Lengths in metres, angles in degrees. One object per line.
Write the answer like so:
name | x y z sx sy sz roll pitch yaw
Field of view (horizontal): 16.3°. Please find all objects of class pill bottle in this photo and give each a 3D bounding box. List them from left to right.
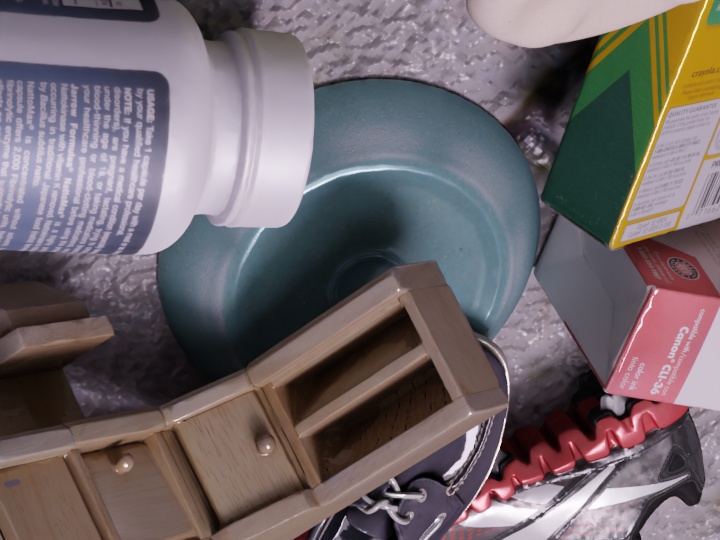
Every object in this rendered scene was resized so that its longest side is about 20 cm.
pill bottle | -0.128 -0.067 1.120 0.200 0.120 0.120 3 122 -18

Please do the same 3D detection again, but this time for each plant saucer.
plant saucer | 0.000 0.000 1.256 0.200 0.036 0.200 -8 124 -12

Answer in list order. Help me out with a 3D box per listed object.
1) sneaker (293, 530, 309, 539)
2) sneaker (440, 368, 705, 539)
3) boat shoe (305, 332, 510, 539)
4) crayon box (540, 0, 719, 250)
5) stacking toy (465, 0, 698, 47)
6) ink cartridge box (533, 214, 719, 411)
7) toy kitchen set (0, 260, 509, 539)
sneaker | -0.096 0.137 1.285 0.200 0.087 0.074 5 121 -21
sneaker | 0.096 0.124 1.336 0.200 0.071 0.098 -26 106 0
boat shoe | 0.015 0.123 1.263 0.073 0.063 0.200 31 102 -6
crayon box | 0.170 -0.116 1.190 0.126 0.052 0.200 -15 133 -46
stacking toy | 0.086 -0.209 1.071 0.146 0.200 0.146 -19 166 -5
ink cartridge box | 0.204 0.020 1.283 0.200 0.116 0.068 10 118 -22
toy kitchen set | -0.082 0.043 1.155 0.180 0.163 0.200 -34 167 30
